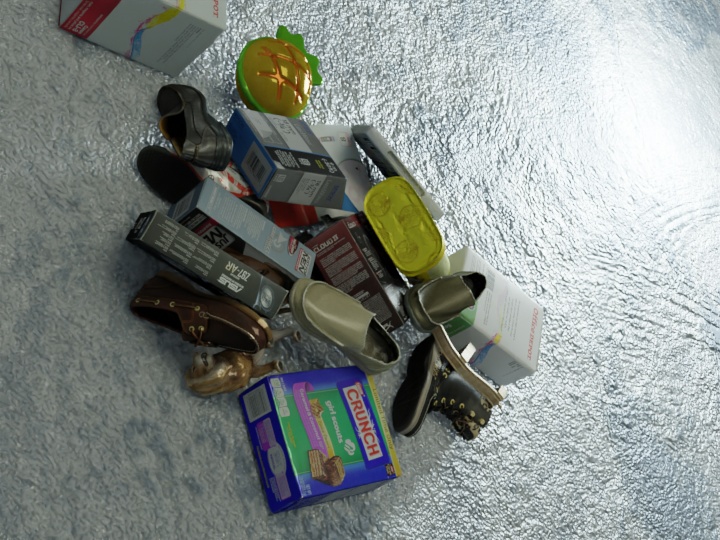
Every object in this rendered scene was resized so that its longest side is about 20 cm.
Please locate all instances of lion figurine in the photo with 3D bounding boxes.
[{"bbox_3d":[-0.153,0.104,1.488,0.073,0.121,0.200,67,23,-12],"label":"lion figurine"}]

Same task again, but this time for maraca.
[{"bbox_3d":[-0.126,-0.312,1.732,0.138,0.106,0.200,55,41,-16],"label":"maraca"}]

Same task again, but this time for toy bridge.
[{"bbox_3d":[0.162,0.138,1.735,0.201,0.027,0.067,52,24,0],"label":"toy bridge"}]

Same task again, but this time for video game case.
[{"bbox_3d":[0.056,-0.164,1.796,0.183,0.022,0.200,50,-2,-11],"label":"video game case"}]

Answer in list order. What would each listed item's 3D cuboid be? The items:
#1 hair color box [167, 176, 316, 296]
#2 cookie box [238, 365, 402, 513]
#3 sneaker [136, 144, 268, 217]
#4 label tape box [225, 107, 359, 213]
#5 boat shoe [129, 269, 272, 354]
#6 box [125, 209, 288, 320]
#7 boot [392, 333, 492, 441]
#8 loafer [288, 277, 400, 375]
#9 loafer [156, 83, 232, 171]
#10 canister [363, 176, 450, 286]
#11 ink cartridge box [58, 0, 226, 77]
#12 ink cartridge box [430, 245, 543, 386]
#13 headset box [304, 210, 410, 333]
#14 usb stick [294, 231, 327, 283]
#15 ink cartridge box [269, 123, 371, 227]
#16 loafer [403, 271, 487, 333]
[{"bbox_3d":[-0.170,-0.034,1.533,0.199,0.099,0.061,35,46,-25],"label":"hair color box"},{"bbox_3d":[-0.053,0.229,1.517,0.198,0.075,0.174,-2,68,-46],"label":"cookie box"},{"bbox_3d":[-0.223,-0.134,1.573,0.199,0.068,0.108,26,27,-13],"label":"sneaker"},{"bbox_3d":[-0.090,-0.162,1.620,0.198,0.064,0.145,5,39,-43],"label":"label tape box"},{"bbox_3d":[-0.207,0.066,1.401,0.070,0.198,0.071,-47,144,-37],"label":"boat shoe"},{"bbox_3d":[-0.203,-0.008,1.425,0.199,0.160,0.044,33,81,-17],"label":"box"},{"bbox_3d":[0.131,0.213,1.714,0.150,0.073,0.201,43,35,-18],"label":"boot"},{"bbox_3d":[-0.015,0.074,1.524,0.199,0.068,0.077,38,59,-29],"label":"loafer"},{"bbox_3d":[-0.249,-0.209,1.528,0.071,0.074,0.200,3,29,-37],"label":"loafer"},{"bbox_3d":[0.079,-0.050,1.722,0.150,0.086,0.200,59,2,14],"label":"canister"},{"bbox_3d":[-0.309,-0.402,1.573,0.198,0.144,0.147,19,55,-36],"label":"ink cartridge box"},{"bbox_3d":[0.212,0.080,1.860,0.199,0.084,0.146,37,46,-23],"label":"ink cartridge box"},{"bbox_3d":[0.000,0.000,1.663,0.202,0.074,0.149,59,14,-1],"label":"headset box"},{"bbox_3d":[-0.049,0.036,1.666,0.055,0.032,0.202,-30,90,-43],"label":"usb stick"},{"bbox_3d":[-0.070,-0.153,1.742,0.198,0.057,0.165,-3,70,-51],"label":"ink cartridge box"},{"bbox_3d":[0.134,0.036,1.681,0.076,0.069,0.199,60,35,1],"label":"loafer"}]
